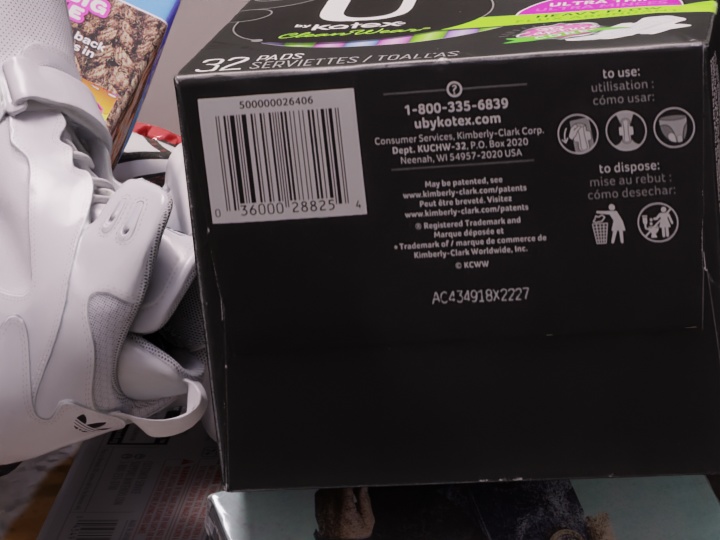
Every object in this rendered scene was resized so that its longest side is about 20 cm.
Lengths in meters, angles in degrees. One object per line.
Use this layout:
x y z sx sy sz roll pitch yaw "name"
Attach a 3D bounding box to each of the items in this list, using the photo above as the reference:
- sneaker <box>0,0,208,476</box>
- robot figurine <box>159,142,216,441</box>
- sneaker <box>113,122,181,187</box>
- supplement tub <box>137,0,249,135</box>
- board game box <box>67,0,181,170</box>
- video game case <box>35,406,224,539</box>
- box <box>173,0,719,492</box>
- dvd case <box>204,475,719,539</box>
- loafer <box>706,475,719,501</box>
-0.093 -0.029 0.955 0.115 0.200 0.075 -7 -21 27 "sneaker"
0.000 0.000 1.026 0.200 0.113 0.170 -8 63 -8 "robot figurine"
-0.085 -0.016 1.187 0.200 0.071 0.098 9 24 26 "sneaker"
-0.062 -0.128 1.358 0.140 0.140 0.200 -4 23 1 "supplement tub"
-0.184 -0.045 1.085 0.159 0.097 0.200 25 51 -1 "board game box"
-0.018 0.085 1.004 0.182 0.023 0.200 -1 22 8 "video game case"
0.040 -0.026 0.847 0.148 0.124 0.200 -3 15 10 "box"
0.056 0.128 0.773 0.146 0.022 0.200 -12 54 -17 "dvd case"
0.155 0.074 0.950 0.071 0.073 0.200 15 33 18 "loafer"
